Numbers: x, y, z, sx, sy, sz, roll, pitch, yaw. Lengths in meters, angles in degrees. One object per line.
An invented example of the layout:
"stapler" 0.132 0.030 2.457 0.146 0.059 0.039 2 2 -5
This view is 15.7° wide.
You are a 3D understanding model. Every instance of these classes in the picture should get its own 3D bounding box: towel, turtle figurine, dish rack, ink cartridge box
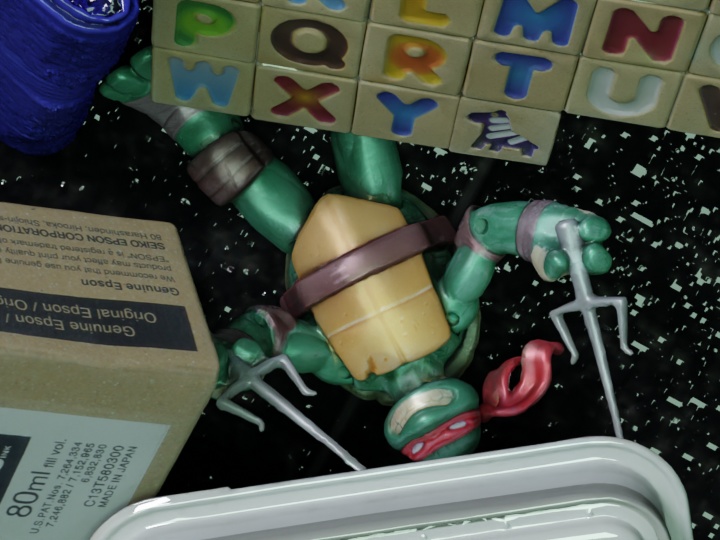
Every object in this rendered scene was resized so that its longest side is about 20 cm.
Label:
"towel" -0.131 -0.112 0.829 0.148 0.200 0.050 44 75 -3
"turtle figurine" 0.000 0.000 0.897 0.149 0.101 0.200 -27 84 -10
"dish rack" 0.016 0.147 0.848 0.199 0.044 0.172 -9 113 2
"ink cartridge box" -0.160 0.068 0.854 0.164 0.075 0.200 6 132 -28

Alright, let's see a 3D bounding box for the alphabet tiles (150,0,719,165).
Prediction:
"alphabet tiles" 0.036 -0.080 0.790 0.199 0.167 0.008 9 61 -1
